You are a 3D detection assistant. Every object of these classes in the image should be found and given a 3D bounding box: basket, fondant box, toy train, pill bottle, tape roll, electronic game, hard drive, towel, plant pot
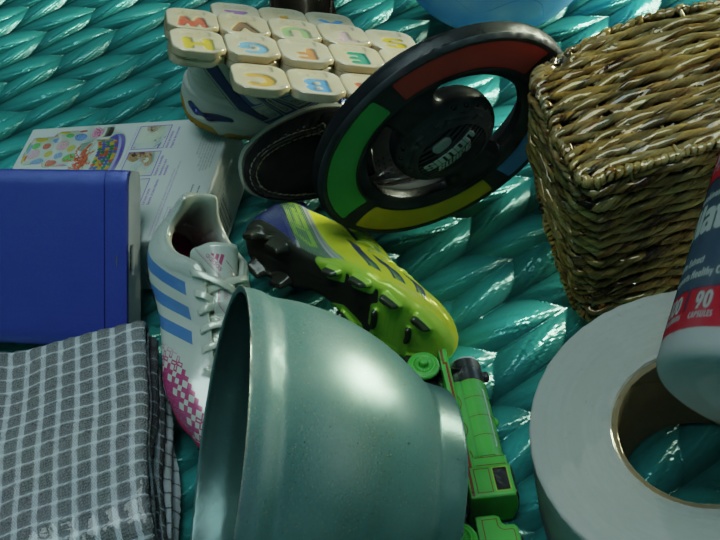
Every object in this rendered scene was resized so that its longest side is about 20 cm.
[{"bbox_3d":[0.216,-0.079,0.740,0.196,0.150,0.144,-16,48,0],"label":"basket"},{"bbox_3d":[-0.204,-0.056,0.910,0.196,0.059,0.146,-1,47,14],"label":"fondant box"},{"bbox_3d":[0.067,0.128,0.672,0.055,0.042,0.202,-6,45,-3],"label":"toy train"},{"bbox_3d":[0.238,-0.020,0.570,0.118,0.120,0.203,13,69,26],"label":"pill bottle"},{"bbox_3d":[0.199,0.109,0.628,0.198,0.071,0.205,-8,45,8],"label":"tape roll"},{"bbox_3d":[0.058,-0.095,0.763,0.197,0.201,0.042,-23,62,-7],"label":"electronic game"},{"bbox_3d":[-0.265,-0.011,0.844,0.196,0.135,0.025,2,4,15],"label":"hard drive"},{"bbox_3d":[-0.206,0.128,0.717,0.163,0.086,0.202,-16,45,0],"label":"towel"},{"bbox_3d":[-0.018,0.119,0.617,0.132,0.202,0.202,9,44,-14],"label":"plant pot"}]

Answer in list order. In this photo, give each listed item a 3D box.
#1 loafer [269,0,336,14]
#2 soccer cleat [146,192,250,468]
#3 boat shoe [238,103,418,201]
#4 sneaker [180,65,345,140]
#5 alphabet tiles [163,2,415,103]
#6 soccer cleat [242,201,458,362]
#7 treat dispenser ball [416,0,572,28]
[{"bbox_3d":[-0.062,-0.280,1.072,0.072,0.072,0.202,-11,45,5],"label":"loafer"},{"bbox_3d":[-0.102,0.035,0.745,0.069,0.087,0.202,-2,52,-33],"label":"soccer cleat"},{"bbox_3d":[0.004,-0.091,0.856,0.196,0.075,0.060,-9,21,-14],"label":"boat shoe"},{"bbox_3d":[-0.046,-0.144,0.887,0.196,0.089,0.076,11,39,-12],"label":"sneaker"},{"bbox_3d":[-0.046,-0.168,0.814,0.196,0.015,0.197,3,30,-15],"label":"alphabet tiles"},{"bbox_3d":[0.000,-0.001,0.797,0.198,0.066,0.083,28,46,32],"label":"soccer cleat"},{"bbox_3d":[0.119,-0.312,0.959,0.197,0.203,0.203,-8,45,8],"label":"treat dispenser ball"}]
